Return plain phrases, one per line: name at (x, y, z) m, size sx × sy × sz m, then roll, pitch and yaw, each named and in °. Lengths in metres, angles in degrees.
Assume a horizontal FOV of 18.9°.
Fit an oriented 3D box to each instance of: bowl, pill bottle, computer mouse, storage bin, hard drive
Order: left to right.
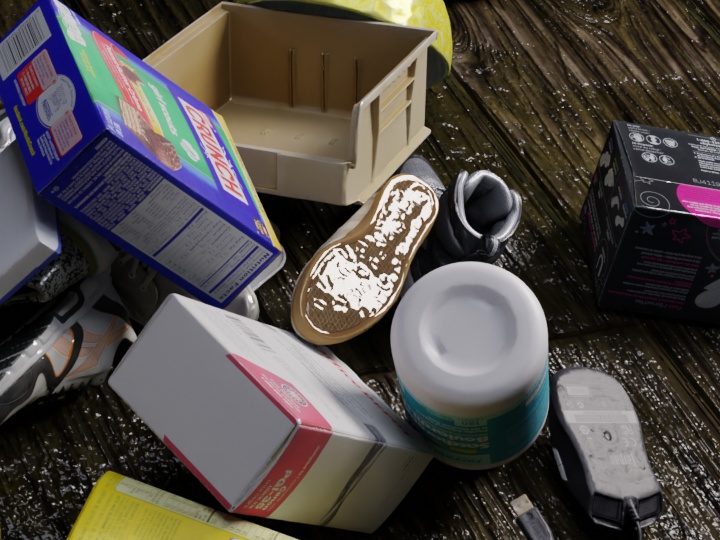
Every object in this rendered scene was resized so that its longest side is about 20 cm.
hard drive at (-0.295, 0.000, 1.565) m, size 0.025 × 0.200 × 0.132 m, roll 35°, pitch 26°, yaw -35°
storage bin at (-0.063, -0.137, 1.782) m, size 0.199 × 0.094 × 0.199 m, roll 10°, pitch 27°, yaw 18°
bowl at (-0.005, -0.248, 1.932) m, size 0.200 × 0.200 × 0.108 m, roll 15°, pitch 76°, yaw -1°
pill bottle at (0.083, 0.079, 1.579) m, size 0.110 × 0.200 × 0.111 m, roll -2°, pitch 67°, yaw 5°
computer mouse at (0.163, 0.165, 1.634) m, size 0.140 × 0.046 × 0.200 m, roll -3°, pitch 54°, yaw -28°

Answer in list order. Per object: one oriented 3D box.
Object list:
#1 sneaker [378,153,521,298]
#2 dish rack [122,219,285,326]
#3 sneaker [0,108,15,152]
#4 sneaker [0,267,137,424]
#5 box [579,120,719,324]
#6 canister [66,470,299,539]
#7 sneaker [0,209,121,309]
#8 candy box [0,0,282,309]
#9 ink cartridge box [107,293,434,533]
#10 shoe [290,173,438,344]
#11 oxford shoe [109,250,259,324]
sneaker at (0.076, -0.051, 1.785) m, size 0.075 × 0.114 × 0.200 m, roll 19°, pitch 36°, yaw -26°
dish rack at (-0.173, -0.038, 1.763) m, size 0.200 × 0.044 × 0.172 m, roll 31°, pitch 40°, yaw 17°
sneaker at (-0.332, -0.102, 1.757) m, size 0.114 × 0.076 × 0.200 m, roll 25°, pitch 42°, yaw 7°
sneaker at (-0.224, 0.068, 1.582) m, size 0.074 × 0.080 × 0.200 m, roll -16°, pitch 21°, yaw 36°
box at (0.303, -0.035, 1.866) m, size 0.199 × 0.115 × 0.132 m, roll 9°, pitch 38°, yaw -10°
canister at (-0.101, 0.227, 1.418) m, size 0.199 × 0.087 × 0.149 m, roll 19°, pitch 54°, yaw 7°
sneaker at (-0.268, -0.003, 1.601) m, size 0.089 × 0.200 × 0.077 m, roll -49°, pitch 115°, yaw -35°
candy box at (-0.164, -0.085, 1.584) m, size 0.200 × 0.077 × 0.169 m, roll 36°, pitch 19°, yaw -44°
ink cartridge box at (-0.059, 0.105, 1.523) m, size 0.146 × 0.083 × 0.200 m, roll 42°, pitch 10°, yaw 29°
shoe at (0.000, 0.000, 1.661) m, size 0.070 × 0.053 × 0.200 m, roll 42°, pitch 44°, yaw -2°
oxford shoe at (-0.166, -0.008, 1.667) m, size 0.200 × 0.058 × 0.075 m, roll 35°, pitch 78°, yaw 15°
